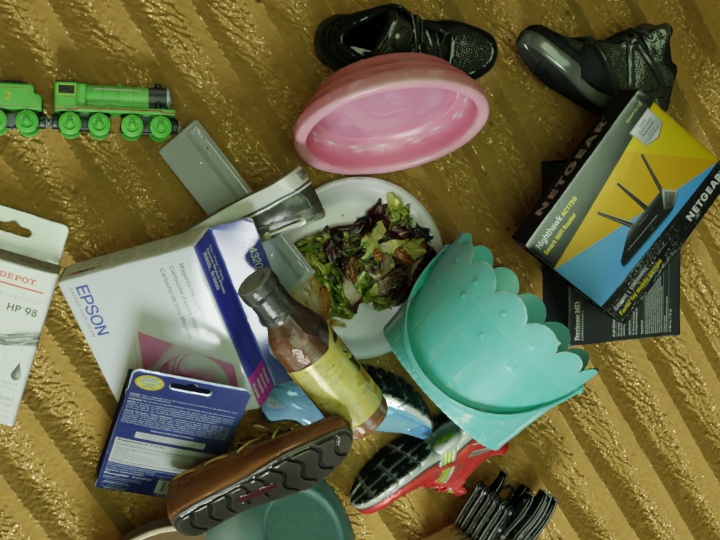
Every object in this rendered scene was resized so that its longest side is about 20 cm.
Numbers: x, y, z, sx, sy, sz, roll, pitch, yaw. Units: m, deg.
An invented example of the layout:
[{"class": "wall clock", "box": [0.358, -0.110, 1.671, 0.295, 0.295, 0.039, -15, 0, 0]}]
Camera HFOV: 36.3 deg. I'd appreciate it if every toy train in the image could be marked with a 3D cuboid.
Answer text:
[{"class": "toy train", "box": [-0.280, -0.161, 1.097, 0.198, 0.042, 0.057, 0, 88, -14]}]

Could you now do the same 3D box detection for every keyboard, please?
[{"class": "keyboard", "box": [-0.129, -0.060, 1.140, 0.056, 0.011, 0.200, -35, 97, 24]}]

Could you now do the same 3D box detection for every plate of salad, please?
[{"class": "plate of salad", "box": [0.000, 0.000, 1.187, 0.198, 0.048, 0.202, -2, 98, -14]}]

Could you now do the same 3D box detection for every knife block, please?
[{"class": "knife block", "box": [0.145, 0.334, 1.260, 0.174, 0.064, 0.202, -17, 123, -30]}]

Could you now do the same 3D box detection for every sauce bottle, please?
[{"class": "sauce bottle", "box": [-0.047, 0.082, 1.090, 0.066, 0.066, 0.201, -38, 117, -6]}]

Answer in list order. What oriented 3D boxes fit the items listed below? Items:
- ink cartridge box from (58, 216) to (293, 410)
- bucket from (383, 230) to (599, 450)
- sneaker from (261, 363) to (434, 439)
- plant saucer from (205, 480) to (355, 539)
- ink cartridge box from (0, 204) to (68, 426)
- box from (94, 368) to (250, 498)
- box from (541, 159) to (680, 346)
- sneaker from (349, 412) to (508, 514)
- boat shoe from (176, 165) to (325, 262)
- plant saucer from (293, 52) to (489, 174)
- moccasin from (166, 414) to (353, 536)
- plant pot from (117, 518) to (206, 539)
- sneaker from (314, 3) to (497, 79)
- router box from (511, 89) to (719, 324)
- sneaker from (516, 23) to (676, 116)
[{"class": "ink cartridge box", "box": [-0.171, 0.061, 1.099, 0.198, 0.043, 0.198, -14, 118, 11]}, {"class": "bucket", "box": [0.130, 0.076, 1.140, 0.207, 0.207, 0.135, 42, 99, -16]}, {"class": "sneaker", "box": [-0.016, 0.152, 1.201, 0.198, 0.078, 0.091, 16, 104, -7]}, {"class": "plant saucer", "box": [-0.069, 0.284, 1.151, 0.200, 0.039, 0.202, 23, 51, -32]}, {"class": "ink cartridge box", "box": [-0.371, 0.039, 1.088, 0.115, 0.067, 0.202, 17, 94, -15]}, {"class": "box", "box": [-0.191, 0.163, 1.115, 0.120, 0.033, 0.201, 13, 133, -16]}, {"class": "box", "box": [0.282, -0.025, 1.239, 0.140, 0.079, 0.202, -4, 100, -16]}, {"class": "sneaker", "box": [0.084, 0.225, 1.231, 0.199, 0.077, 0.085, -30, 112, -7]}, {"class": "boat shoe", "box": [-0.128, -0.032, 1.105, 0.199, 0.071, 0.064, -26, 100, 22]}, {"class": "plant saucer", "box": [0.028, -0.160, 1.107, 0.199, 0.201, 0.051, -7, 72, -13]}, {"class": "moccasin", "box": [-0.101, 0.193, 1.096, 0.200, 0.078, 0.074, -30, 135, 11]}, {"class": "plant pot", "box": [-0.198, 0.350, 1.167, 0.199, 0.093, 0.203, -2, 100, -14]}, {"class": "sneaker", "box": [0.060, -0.228, 1.134, 0.198, 0.114, 0.077, 5, 99, -17]}, {"class": "router box", "box": [0.277, -0.067, 1.164, 0.149, 0.051, 0.201, 35, 91, -16]}, {"class": "sneaker", "box": [0.264, -0.237, 1.197, 0.198, 0.076, 0.115, 25, 90, -19]}]
